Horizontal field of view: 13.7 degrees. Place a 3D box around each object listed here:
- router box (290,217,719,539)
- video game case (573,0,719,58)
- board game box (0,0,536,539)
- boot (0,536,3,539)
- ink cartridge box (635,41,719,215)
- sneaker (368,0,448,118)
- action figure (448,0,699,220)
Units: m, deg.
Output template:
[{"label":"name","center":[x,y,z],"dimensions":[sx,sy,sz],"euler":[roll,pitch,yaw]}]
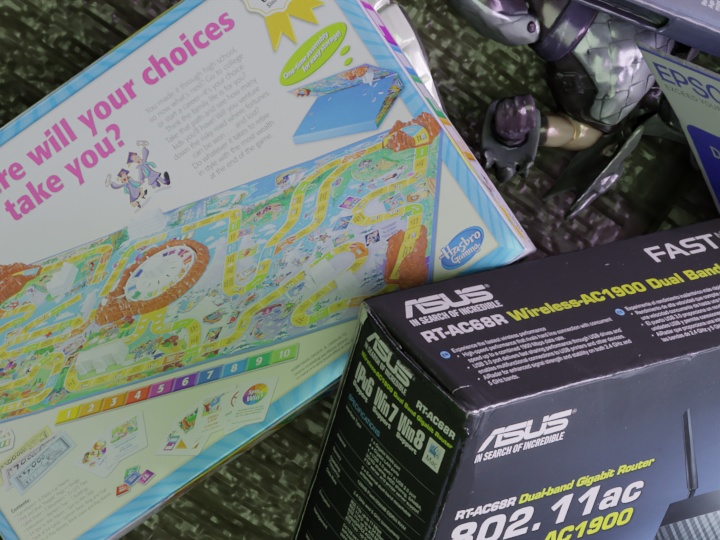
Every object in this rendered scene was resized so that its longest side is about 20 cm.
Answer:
[{"label":"router box","center":[0.075,0.066,1.009],"dimensions":[0.200,0.062,0.150],"euler":[-13,134,-36]},{"label":"video game case","center":[0.077,-0.163,1.071],"dimensions":[0.199,0.019,0.143],"euler":[19,62,-15]},{"label":"board game box","center":[-0.061,-0.006,0.999],"dimensions":[0.200,0.034,0.135],"euler":[-34,86,8]},{"label":"boot","center":[-0.057,0.018,1.092],"dimensions":[0.199,0.066,0.176],"euler":[-20,103,-21]},{"label":"ink cartridge box","center":[0.206,0.004,1.060],"dimensions":[0.043,0.198,0.200],"euler":[-45,132,-15]},{"label":"sneaker","center":[0.000,0.000,1.058],"dimensions":[0.089,0.079,0.201],"euler":[-25,102,-9]},{"label":"action figure","center":[0.063,-0.102,1.103],"dimensions":[0.200,0.069,0.130],"euler":[37,73,-19]}]
